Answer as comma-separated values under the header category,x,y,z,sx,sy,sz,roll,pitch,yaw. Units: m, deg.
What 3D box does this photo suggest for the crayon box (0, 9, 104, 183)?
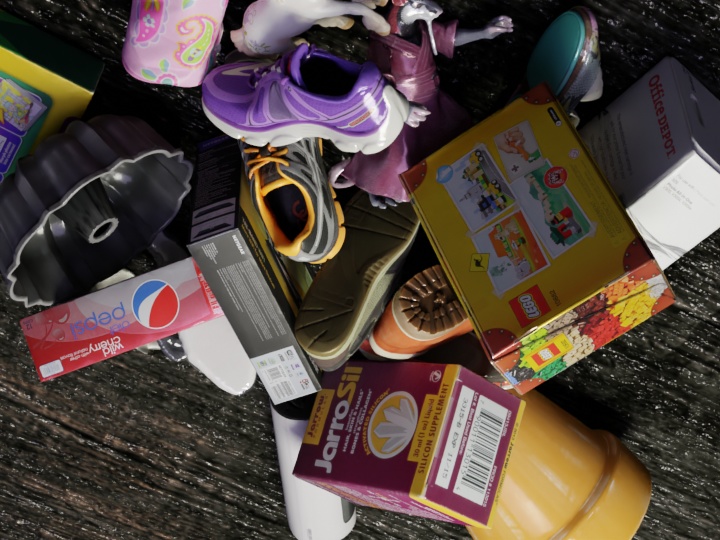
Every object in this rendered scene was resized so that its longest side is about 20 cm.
category,x,y,z,sx,sy,sz,roll,pitch,yaw
crayon box,-0.350,-0.141,1.248,0.171,0.059,0.201,26,126,-16

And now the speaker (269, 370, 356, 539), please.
category,x,y,z,sx,sy,sz,roll,pitch,yaw
speaker,-0.051,0.201,1.499,0.080,0.082,0.202,-2,129,4

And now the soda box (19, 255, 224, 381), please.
category,x,y,z,sx,sy,sz,roll,pitch,yaw
soda box,-0.212,0.039,1.302,0.197,0.070,0.064,-19,92,6

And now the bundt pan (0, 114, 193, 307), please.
category,x,y,z,sx,sy,sz,roll,pitch,yaw
bundt pan,-0.249,-0.063,1.242,0.076,0.201,0.202,49,126,16

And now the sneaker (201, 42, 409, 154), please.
category,x,y,z,sx,sy,sz,roll,pitch,yaw
sneaker,-0.052,-0.154,1.129,0.198,0.081,0.084,7,147,34

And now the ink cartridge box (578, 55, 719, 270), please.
category,x,y,z,sx,sy,sz,roll,pitch,yaw
ink cartridge box,0.233,-0.067,1.221,0.084,0.147,0.200,33,124,-25

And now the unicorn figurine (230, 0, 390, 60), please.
category,x,y,z,sx,sy,sz,roll,pitch,yaw
unicorn figurine,-0.046,-0.221,1.123,0.136,0.075,0.200,12,142,-26

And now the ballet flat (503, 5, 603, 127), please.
category,x,y,z,sx,sy,sz,roll,pitch,yaw
ballet flat,0.168,-0.148,1.219,0.070,0.070,0.201,7,136,-26

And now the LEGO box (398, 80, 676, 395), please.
category,x,y,z,sx,sy,sz,roll,pitch,yaw
LEGO box,0.139,-0.029,1.125,0.148,0.202,0.077,-31,146,10

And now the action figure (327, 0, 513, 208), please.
category,x,y,z,sx,sy,sz,roll,pitch,yaw
action figure,0.045,-0.163,1.207,0.148,0.133,0.203,19,129,45

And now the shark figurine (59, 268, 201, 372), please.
category,x,y,z,sx,sy,sz,roll,pitch,yaw
shark figurine,-0.253,0.055,1.387,0.214,0.090,0.128,38,123,-23

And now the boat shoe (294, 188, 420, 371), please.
category,x,y,z,sx,sy,sz,roll,pitch,yaw
boat shoe,0.001,0.001,1.279,0.071,0.202,0.066,21,155,15

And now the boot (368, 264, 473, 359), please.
category,x,y,z,sx,sy,sz,roll,pitch,yaw
boot,0.096,0.026,1.325,0.198,0.076,0.107,-19,164,-31

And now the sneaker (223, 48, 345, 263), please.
category,x,y,z,sx,sy,sz,roll,pitch,yaw
sneaker,-0.072,-0.101,1.216,0.077,0.077,0.202,-23,91,21

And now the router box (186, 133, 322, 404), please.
category,x,y,z,sx,sy,sz,roll,pitch,yaw
router box,-0.094,-0.004,1.281,0.052,0.158,0.201,-17,128,10

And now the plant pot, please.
category,x,y,z,sx,sy,sz,roll,pitch,yaw
plant pot,0.168,0.211,1.438,0.199,0.201,0.183,-37,104,28

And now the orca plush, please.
category,x,y,z,sx,sy,sz,roll,pitch,yaw
orca plush,-0.166,0.031,1.373,0.200,0.071,0.105,44,91,-4

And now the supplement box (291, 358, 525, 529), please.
category,x,y,z,sx,sy,sz,roll,pitch,yaw
supplement box,0.045,0.163,1.348,0.103,0.133,0.199,28,161,-36

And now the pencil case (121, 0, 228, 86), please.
category,x,y,z,sx,sy,sz,roll,pitch,yaw
pencil case,-0.138,-0.245,1.136,0.086,0.088,0.202,15,129,-10

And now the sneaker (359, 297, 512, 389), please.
category,x,y,z,sx,sy,sz,roll,pitch,yaw
sneaker,0.095,0.061,1.383,0.197,0.077,0.083,8,123,-4
